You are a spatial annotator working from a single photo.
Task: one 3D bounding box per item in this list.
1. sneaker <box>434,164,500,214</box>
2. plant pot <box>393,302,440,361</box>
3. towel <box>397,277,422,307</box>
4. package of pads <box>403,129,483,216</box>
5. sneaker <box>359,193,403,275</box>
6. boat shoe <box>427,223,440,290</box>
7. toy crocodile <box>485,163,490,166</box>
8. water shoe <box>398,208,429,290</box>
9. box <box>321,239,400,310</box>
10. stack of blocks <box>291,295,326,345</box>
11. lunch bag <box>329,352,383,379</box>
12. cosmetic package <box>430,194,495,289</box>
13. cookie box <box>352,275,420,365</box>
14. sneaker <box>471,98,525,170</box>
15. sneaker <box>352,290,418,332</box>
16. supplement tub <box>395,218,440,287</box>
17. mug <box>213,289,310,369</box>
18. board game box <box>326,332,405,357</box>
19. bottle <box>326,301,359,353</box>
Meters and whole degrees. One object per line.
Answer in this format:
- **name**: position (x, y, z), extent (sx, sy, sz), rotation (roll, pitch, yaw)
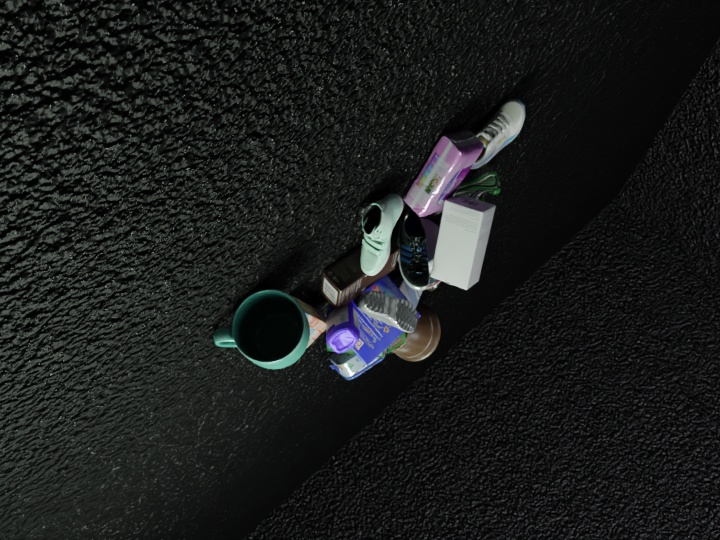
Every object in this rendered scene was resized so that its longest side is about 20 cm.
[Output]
- **sneaker**: position (0.267, -0.191, 1.588), extent (0.198, 0.086, 0.078), rotation (-26, -179, 32)
- **plant pot**: position (0.137, 0.195, 2.033), extent (0.201, 0.201, 0.197), rotation (-48, 153, 14)
- **towel**: position (0.151, 0.044, 1.819), extent (0.202, 0.023, 0.148), rotation (-62, 148, -28)
- **package of pads**: position (0.195, -0.228, 1.436), extent (0.120, 0.076, 0.201), rotation (-23, 152, -46)
- **sneaker**: position (0.022, -0.073, 1.383), extent (0.118, 0.073, 0.203), rotation (-23, 136, -57)
- **boat shoe**: position (0.216, -0.044, 1.817), extent (0.074, 0.075, 0.203), rotation (-42, 145, -57)
- **toy crocodile**: position (0.310, -0.215, 1.732), extent (0.067, 0.062, 0.202), rotation (-24, 148, -42)
- **water shoe**: position (0.129, -0.052, 1.509), extent (0.070, 0.203, 0.079), rotation (-8, 160, -9)
- **box**: position (0.000, 0.000, 1.518), extent (0.199, 0.075, 0.101), rotation (-37, 160, -24)
- **stack of blocks**: position (-0.159, 0.137, 1.495), extent (0.115, 0.059, 0.200), rotation (-44, 161, 1)
- **lunch bag**: position (-0.015, 0.269, 1.915), extent (0.159, 0.076, 0.200), rotation (-33, -172, -12)
- **cosmetic package**: position (0.247, -0.070, 1.499), extent (0.084, 0.106, 0.203), rotation (-27, 133, -52)
- **cookie box**: position (0.033, 0.126, 1.674), extent (0.199, 0.172, 0.075), rotation (-41, 178, -7)
- **sneaker**: position (0.321, -0.325, 1.486), extent (0.201, 0.076, 0.081), rotation (-51, 167, 21)
- **sneaker**: position (0.068, 0.099, 1.595), extent (0.199, 0.081, 0.076), rotation (31, 73, -31)
- **supplement tub**: position (0.165, -0.043, 1.656), extent (0.140, 0.140, 0.200), rotation (-41, 160, -6)
- **mug**: position (-0.195, 0.122, 1.295), extent (0.115, 0.183, 0.154), rotation (73, 41, -71)
- **board game box**: position (0.016, 0.209, 1.812), extent (0.134, 0.197, 0.030), rotation (-29, 115, -52)
- **bottle**: position (-0.046, 0.122, 1.538), extent (0.083, 0.065, 0.201), rotation (-35, -157, 13)
